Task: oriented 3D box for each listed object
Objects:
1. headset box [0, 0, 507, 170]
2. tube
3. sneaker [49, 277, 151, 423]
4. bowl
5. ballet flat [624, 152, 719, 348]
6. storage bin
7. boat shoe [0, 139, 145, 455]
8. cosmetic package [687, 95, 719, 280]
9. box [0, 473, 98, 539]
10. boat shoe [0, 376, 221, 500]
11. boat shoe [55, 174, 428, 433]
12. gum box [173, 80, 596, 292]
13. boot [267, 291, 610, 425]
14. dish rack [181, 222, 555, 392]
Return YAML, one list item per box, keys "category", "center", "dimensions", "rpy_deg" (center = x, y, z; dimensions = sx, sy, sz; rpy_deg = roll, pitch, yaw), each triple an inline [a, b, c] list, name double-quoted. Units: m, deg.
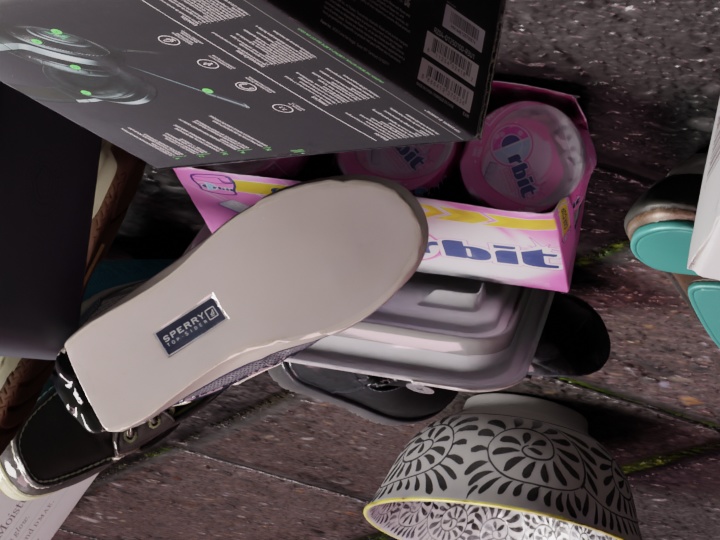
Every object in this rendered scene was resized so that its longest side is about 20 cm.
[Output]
- category: "headset box"
  center: [-0.070, -0.118, 1.014]
  dimensions: [0.199, 0.093, 0.174]
  rpy_deg: [-4, 158, 41]
- category: "tube"
  center: [-0.155, 0.014, 1.473]
  dimensions: [0.077, 0.051, 0.200]
  rpy_deg: [7, -166, 28]
- category: "sneaker"
  center: [-0.088, 0.020, 1.401]
  dimensions: [0.199, 0.078, 0.086]
  rpy_deg: [-29, 176, -38]
- category: "bowl"
  center: [0.108, 0.142, 1.723]
  dimensions: [0.199, 0.095, 0.201]
  rpy_deg: [11, 163, 3]
- category: "ballet flat"
  center: [0.174, -0.017, 1.220]
  dimensions: [0.068, 0.069, 0.200]
  rpy_deg: [3, 161, 21]
- category: "storage bin"
  center: [-0.201, -0.045, 1.185]
  dimensions: [0.145, 0.202, 0.134]
  rpy_deg: [2, 170, 28]
- category: "boat shoe"
  center: [-0.190, 0.010, 1.332]
  dimensions: [0.074, 0.203, 0.075]
  rpy_deg: [25, 171, 5]
- category: "cosmetic package"
  center: [0.246, -0.041, 1.030]
  dimensions: [0.199, 0.114, 0.081]
  rpy_deg: [13, 163, 2]
- category: "box"
  center: [-0.279, 0.097, 1.545]
  dimensions: [0.200, 0.199, 0.131]
  rpy_deg: [36, 180, 35]
- category: "boat shoe"
  center: [-0.135, 0.068, 1.444]
  dimensions: [0.066, 0.072, 0.201]
  rpy_deg: [-14, -168, 41]
- category: "boat shoe"
  center: [-0.049, 0.008, 1.195]
  dimensions: [0.199, 0.075, 0.093]
  rpy_deg: [-25, -178, 18]
- category: "gum box"
  center: [0.018, -0.048, 1.222]
  dimensions: [0.198, 0.067, 0.114]
  rpy_deg: [8, 164, 11]
- category: "boot"
  center: [0.067, 0.046, 1.490]
  dimensions: [0.199, 0.066, 0.164]
  rpy_deg: [-14, 166, 42]
- category: "dish rack"
  center: [0.000, 0.000, 1.316]
  dimensions: [0.198, 0.044, 0.172]
  rpy_deg: [8, -155, 10]
